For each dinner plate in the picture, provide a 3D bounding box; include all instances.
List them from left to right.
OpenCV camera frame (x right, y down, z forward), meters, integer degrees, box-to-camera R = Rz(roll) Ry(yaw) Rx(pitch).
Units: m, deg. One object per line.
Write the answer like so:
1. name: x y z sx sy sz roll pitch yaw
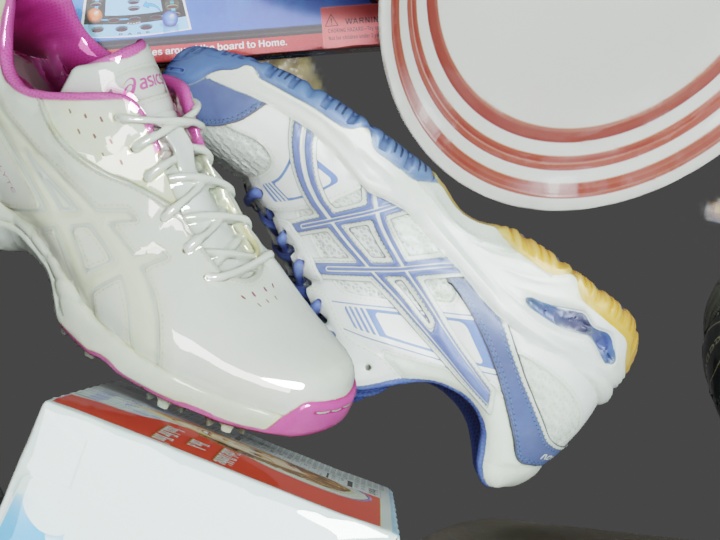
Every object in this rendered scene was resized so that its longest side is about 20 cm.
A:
1. dinner plate: 0.092 -0.113 0.847 0.200 0.024 0.201 -16 128 -22

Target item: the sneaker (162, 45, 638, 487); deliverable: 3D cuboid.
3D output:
1. sneaker: 0.000 0.000 0.869 0.200 0.075 0.088 36 89 2

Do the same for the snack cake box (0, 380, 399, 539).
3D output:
1. snack cake box: -0.051 0.089 0.803 0.115 0.200 0.067 22 89 1

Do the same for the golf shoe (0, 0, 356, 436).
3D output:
1. golf shoe: -0.076 -0.022 0.837 0.200 0.075 0.092 37 121 19

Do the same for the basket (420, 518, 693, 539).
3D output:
1. basket: 0.080 0.155 0.788 0.136 0.200 0.181 15 92 -23

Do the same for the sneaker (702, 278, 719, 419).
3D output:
1. sneaker: 0.213 0.064 0.841 0.199 0.114 0.076 20 119 1

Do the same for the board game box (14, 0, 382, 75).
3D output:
1. board game box: -0.083 -0.127 0.902 0.199 0.019 0.103 -5 87 0

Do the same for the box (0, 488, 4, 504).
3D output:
1. box: -0.250 0.070 0.879 0.200 0.051 0.158 -29 88 0
